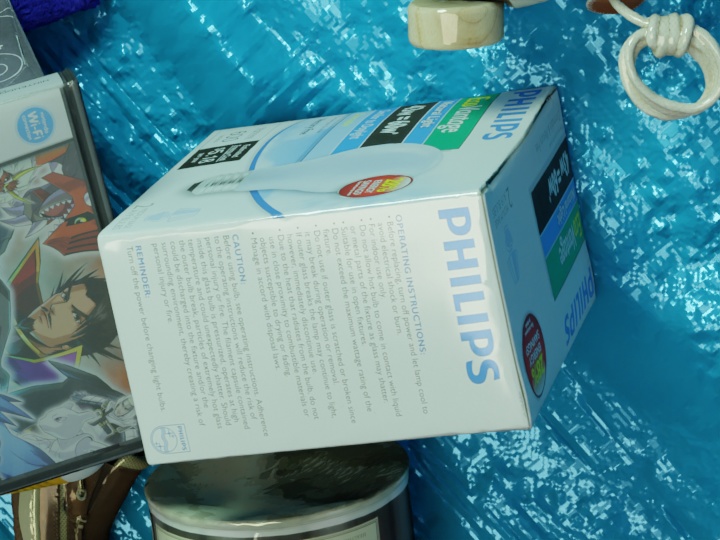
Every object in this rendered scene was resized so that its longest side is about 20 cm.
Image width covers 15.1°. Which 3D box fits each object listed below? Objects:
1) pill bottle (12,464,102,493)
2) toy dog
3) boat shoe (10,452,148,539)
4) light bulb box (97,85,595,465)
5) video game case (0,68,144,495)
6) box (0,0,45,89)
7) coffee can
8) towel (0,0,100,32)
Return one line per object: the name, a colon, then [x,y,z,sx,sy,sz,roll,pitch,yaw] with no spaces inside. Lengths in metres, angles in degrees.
pill bottle: [-0.197,0.064,1.448,0.199,0.113,0.114,-12,104,9]
toy dog: [0.104,-0.166,1.370,0.199,0.096,0.133,15,109,-4]
boat shoe: [-0.156,0.114,1.535,0.074,0.075,0.204,-4,106,12]
light bulb box: [0.000,0.000,1.381,0.199,0.198,0.126,-7,107,17]
video game case: [-0.203,0.020,1.340,0.180,0.026,0.201,-17,112,-10]
box: [-0.245,-0.038,1.404,0.199,0.132,0.115,-22,128,-7]
coffee can: [-0.035,0.204,1.486,0.145,0.146,0.202,-1,107,17]
towel: [-0.227,-0.197,1.408,0.147,0.050,0.201,-19,128,-2]
